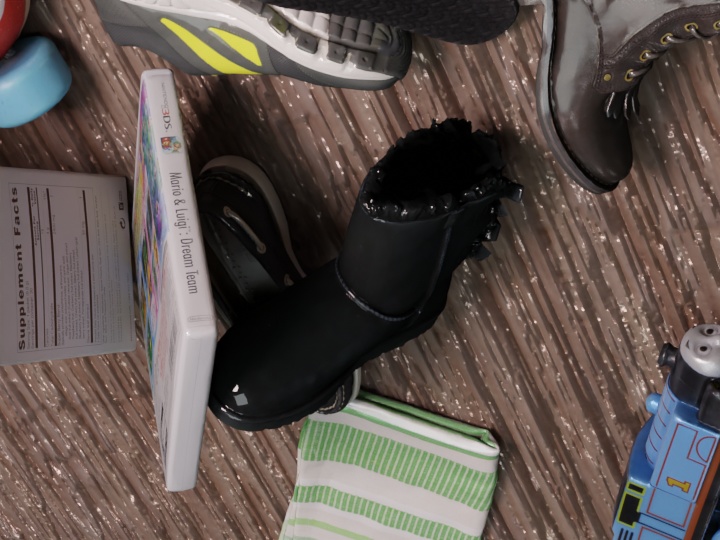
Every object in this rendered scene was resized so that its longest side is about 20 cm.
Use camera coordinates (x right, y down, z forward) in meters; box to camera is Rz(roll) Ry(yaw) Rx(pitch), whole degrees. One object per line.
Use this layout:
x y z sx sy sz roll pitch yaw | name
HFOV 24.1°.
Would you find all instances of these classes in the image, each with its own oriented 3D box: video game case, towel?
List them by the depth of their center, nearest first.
-0.117 0.010 1.032 0.023 0.184 0.201 -5 149 -13 | video game case
0.019 0.171 1.243 0.151 0.024 0.201 16 132 6 | towel

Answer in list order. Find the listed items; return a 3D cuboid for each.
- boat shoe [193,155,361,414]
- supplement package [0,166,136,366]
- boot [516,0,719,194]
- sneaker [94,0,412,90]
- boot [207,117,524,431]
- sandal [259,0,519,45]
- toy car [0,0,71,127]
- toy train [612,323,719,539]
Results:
-0.060 0.023 1.112 0.073 0.061 0.202 -7 121 26 | boat shoe
-0.244 0.001 1.057 0.120 0.200 0.121 -4 89 24 | supplement package
0.177 -0.132 0.895 0.172 0.070 0.202 -3 125 24 | boot
-0.065 -0.148 0.982 0.198 0.075 0.085 21 152 2 | sneaker
0.000 0.001 1.001 0.074 0.197 0.163 51 148 19 | boot
-0.001 -0.171 0.916 0.198 0.046 0.075 12 152 -33 | sandal
-0.301 -0.122 0.992 0.175 0.201 0.185 -12 124 28 | toy car
0.232 0.115 1.076 0.113 0.087 0.202 19 133 12 | toy train
